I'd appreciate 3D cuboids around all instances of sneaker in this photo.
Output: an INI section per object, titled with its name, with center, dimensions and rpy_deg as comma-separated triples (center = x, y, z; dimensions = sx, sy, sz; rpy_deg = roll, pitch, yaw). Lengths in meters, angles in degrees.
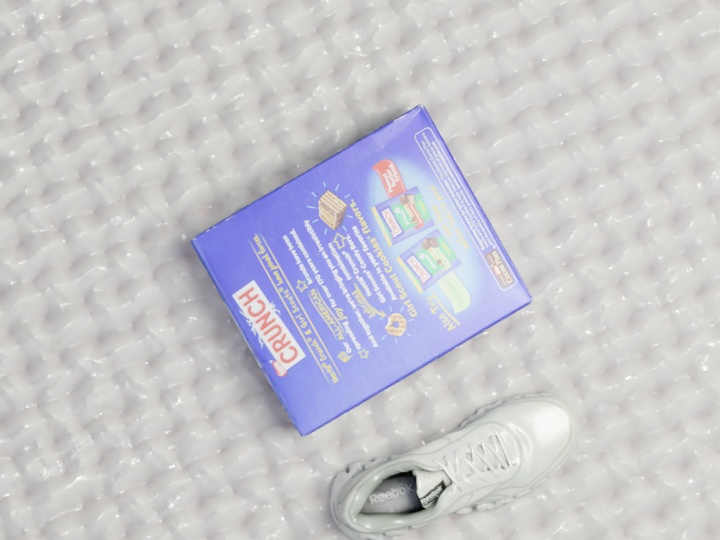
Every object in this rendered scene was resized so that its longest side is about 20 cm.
[sneaker]
center = 0.073, 0.149, 1.450
dimensions = 0.199, 0.081, 0.076
rpy_deg = -24, 85, -2

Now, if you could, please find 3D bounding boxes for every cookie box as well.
[cookie box]
center = 0.000, 0.000, 1.459
dimensions = 0.199, 0.075, 0.172
rpy_deg = -30, 88, -1
